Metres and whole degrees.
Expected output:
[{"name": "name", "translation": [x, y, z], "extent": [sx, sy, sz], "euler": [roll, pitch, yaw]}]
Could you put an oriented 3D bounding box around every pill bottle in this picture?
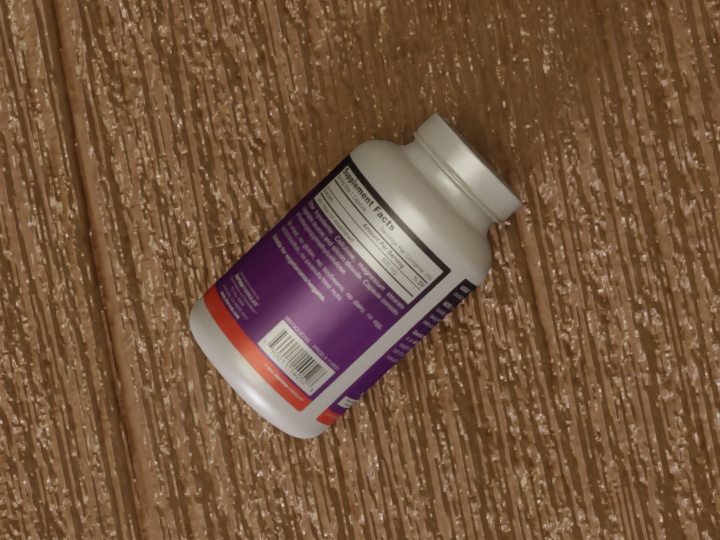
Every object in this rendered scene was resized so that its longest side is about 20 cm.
[{"name": "pill bottle", "translation": [0.000, 0.000, 1.390], "extent": [0.200, 0.112, 0.112], "euler": [-43, 84, 6]}]
